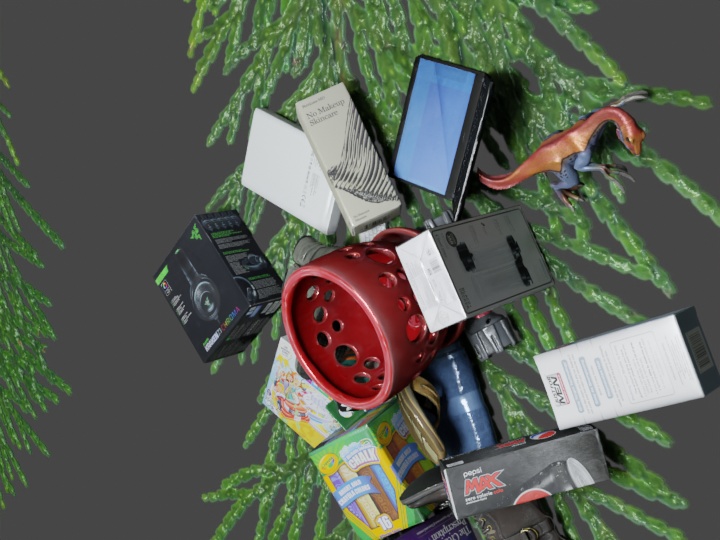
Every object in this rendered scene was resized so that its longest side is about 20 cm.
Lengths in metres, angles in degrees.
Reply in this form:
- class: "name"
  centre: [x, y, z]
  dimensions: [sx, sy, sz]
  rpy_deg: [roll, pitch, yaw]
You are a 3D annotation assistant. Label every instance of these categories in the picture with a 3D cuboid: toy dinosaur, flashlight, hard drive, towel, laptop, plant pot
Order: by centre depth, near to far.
- class: "toy dinosaur"
  centre: [0.247, -0.130, 1.105]
  dimensions: [0.182, 0.199, 0.105]
  rpy_deg: [81, 172, -74]
- class: "laptop"
  centre: [0.099, -0.177, 1.250]
  dimensions: [0.103, 0.200, 0.178]
  rpy_deg: [13, 107, 1]
- class: "plant pot"
  centre: [0.026, 0.055, 1.252]
  dimensions: [0.200, 0.182, 0.201]
  rpy_deg: [26, 128, 37]
- class: "flashlight"
  centre: [0.146, 0.017, 1.294]
  dimensions: [0.201, 0.068, 0.068]
  rpy_deg: [62, 175, 8]
- class: "towel"
  centre: [0.133, 0.199, 1.354]
  dimensions: [0.111, 0.048, 0.201]
  rpy_deg: [-23, 83, 44]
- class: "hard drive"
  centre: [-0.101, -0.156, 1.498]
  dimensions: [0.200, 0.027, 0.132]
  rpy_deg: [31, 119, 32]

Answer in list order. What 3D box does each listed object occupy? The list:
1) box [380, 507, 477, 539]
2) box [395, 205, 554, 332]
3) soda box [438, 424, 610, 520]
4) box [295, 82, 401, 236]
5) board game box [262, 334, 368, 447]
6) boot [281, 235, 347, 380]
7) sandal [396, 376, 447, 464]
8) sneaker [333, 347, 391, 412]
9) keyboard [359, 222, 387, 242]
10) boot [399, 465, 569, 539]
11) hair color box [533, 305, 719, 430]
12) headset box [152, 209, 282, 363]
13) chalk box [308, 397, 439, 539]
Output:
- class: "box"
  centre: [0.087, 0.428, 1.344]
  dimensions: [0.079, 0.200, 0.142]
  rpy_deg: [-31, 79, 41]
- class: "box"
  centre: [0.146, -0.005, 1.194]
  dimensions: [0.060, 0.200, 0.117]
  rpy_deg: [-29, 82, 43]
- class: "soda box"
  centre: [0.204, 0.250, 1.211]
  dimensions: [0.199, 0.063, 0.071]
  rpy_deg: [-15, 90, -2]
- class: "box"
  centre: [-0.017, -0.157, 1.374]
  dimensions: [0.068, 0.082, 0.201]
  rpy_deg: [85, 159, -80]
- class: "board game box"
  centre: [-0.067, 0.210, 1.545]
  dimensions: [0.200, 0.034, 0.135]
  rpy_deg: [35, 120, 31]
- class: "boot"
  centre: [-0.069, 0.052, 1.384]
  dimensions: [0.130, 0.068, 0.201]
  rpy_deg: [11, 80, 51]
- class: "sandal"
  centre: [0.077, 0.169, 1.328]
  dimensions: [0.080, 0.054, 0.200]
  rpy_deg: [85, 161, -60]
- class: "sneaker"
  centre: [-0.013, 0.146, 1.386]
  dimensions: [0.200, 0.080, 0.072]
  rpy_deg: [-122, 14, -76]
- class: "keyboard"
  centre: [0.023, 0.003, 1.434]
  dimensions: [0.056, 0.011, 0.201]
  rpy_deg: [3, 101, 41]
- class: "boot"
  centre: [0.168, 0.337, 1.279]
  dimensions: [0.199, 0.069, 0.175]
  rpy_deg: [-19, 97, 7]
- class: "hair color box"
  centre: [0.318, 0.120, 1.162]
  dimensions: [0.200, 0.061, 0.099]
  rpy_deg: [-23, 83, 42]
- class: "headset box"
  centre: [-0.239, 0.020, 1.617]
  dimensions: [0.174, 0.093, 0.200]
  rpy_deg: [-47, 68, 37]
- class: "chalk box"
  centre: [0.023, 0.266, 1.389]
  dimensions: [0.124, 0.125, 0.200]
  rpy_deg: [-31, 89, 34]
